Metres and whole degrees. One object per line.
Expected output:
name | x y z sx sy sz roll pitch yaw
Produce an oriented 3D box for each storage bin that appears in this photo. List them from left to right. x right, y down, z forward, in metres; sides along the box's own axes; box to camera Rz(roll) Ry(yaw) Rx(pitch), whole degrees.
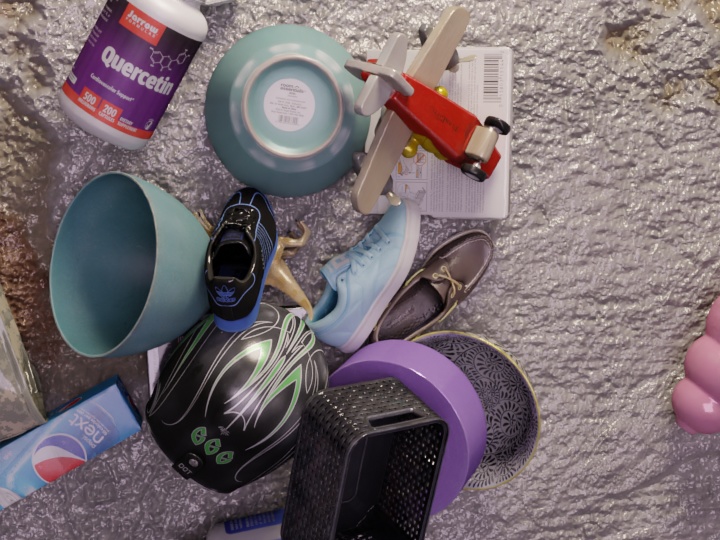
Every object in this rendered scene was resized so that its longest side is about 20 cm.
storage bin | 0.003 0.230 1.304 0.134 0.094 0.202 -6 119 -35

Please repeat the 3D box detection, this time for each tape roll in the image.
tape roll | 0.044 0.186 1.401 0.198 0.066 0.202 9 112 23

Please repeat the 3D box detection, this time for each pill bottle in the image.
pill bottle | -0.243 -0.242 1.323 0.112 0.113 0.201 29 103 -11
pill bottle | -0.119 0.345 1.418 0.198 0.112 0.113 -11 97 -8

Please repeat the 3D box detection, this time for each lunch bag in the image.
lunch bag | -0.454 0.109 1.335 0.163 0.118 0.202 -20 93 -9

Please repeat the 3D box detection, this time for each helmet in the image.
helmet | -0.128 0.132 1.341 0.200 0.200 0.191 42 102 -11

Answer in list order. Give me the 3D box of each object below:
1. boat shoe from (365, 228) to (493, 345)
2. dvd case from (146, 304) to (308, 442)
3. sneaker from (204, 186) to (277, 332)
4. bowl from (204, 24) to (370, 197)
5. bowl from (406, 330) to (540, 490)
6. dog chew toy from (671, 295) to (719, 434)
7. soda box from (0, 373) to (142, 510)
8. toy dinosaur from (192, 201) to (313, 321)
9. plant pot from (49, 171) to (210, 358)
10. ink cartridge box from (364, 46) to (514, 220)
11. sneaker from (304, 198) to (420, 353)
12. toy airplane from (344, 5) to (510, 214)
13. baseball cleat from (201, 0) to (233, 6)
boat shoe | 0.087 0.026 1.450 0.200 0.060 0.072 -39 100 -4
dvd case | -0.154 0.122 1.436 0.198 0.025 0.152 -4 95 -10
sneaker | -0.130 -0.031 1.313 0.069 0.201 0.078 -1 137 2
bowl | -0.079 -0.184 1.375 0.198 0.105 0.203 -1 96 -7
bowl | 0.133 0.150 1.436 0.199 0.094 0.203 10 113 24
dog chew toy | 0.462 0.117 1.499 0.124 0.125 0.201 34 97 -11
soda box | -0.353 0.200 1.385 0.199 0.068 0.065 -30 100 -6
toy dinosaur | -0.105 -0.014 1.396 0.199 0.058 0.101 36 66 18
plant pot | -0.236 0.001 1.344 0.134 0.199 0.202 11 94 -47
ink cartridge box | 0.094 -0.164 1.443 0.174 0.045 0.202 2 95 12
sneaker | 0.000 0.000 1.408 0.081 0.074 0.201 22 99 -30
toy airplane | 0.056 -0.180 1.353 0.198 0.141 0.201 -19 106 -24
baseball cleat | -0.146 -0.377 1.377 0.200 0.070 0.106 -43 107 6
